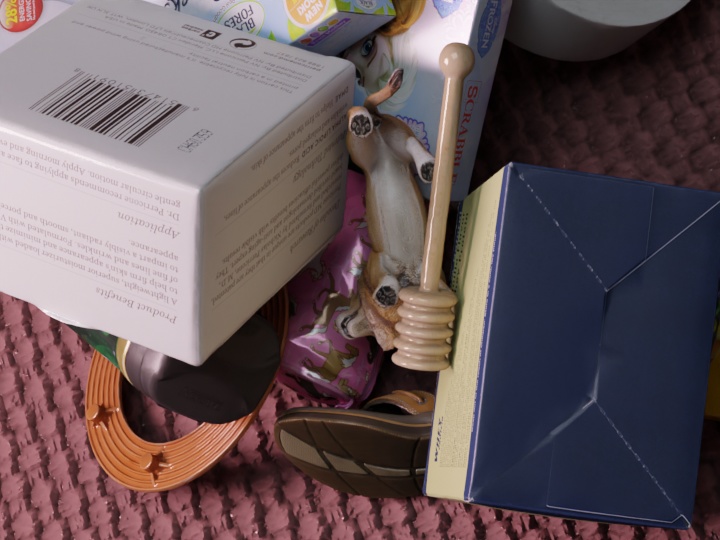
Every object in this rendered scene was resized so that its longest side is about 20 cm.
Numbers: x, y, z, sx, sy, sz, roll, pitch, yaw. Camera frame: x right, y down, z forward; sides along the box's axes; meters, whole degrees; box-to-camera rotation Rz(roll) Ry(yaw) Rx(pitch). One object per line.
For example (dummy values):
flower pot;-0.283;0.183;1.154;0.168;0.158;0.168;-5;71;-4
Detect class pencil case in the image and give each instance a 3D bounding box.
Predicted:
pencil case;0.000;0.000;1.561;0.086;0.083;0.201;10;70;50

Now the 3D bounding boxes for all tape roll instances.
tape roll;0.148;-0.251;1.556;0.201;0.071;0.204;8;71;-24

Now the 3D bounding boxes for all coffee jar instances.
coffee jar;-0.141;0.028;1.507;0.200;0.104;0.086;35;97;48

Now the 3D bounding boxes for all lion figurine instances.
lion figurine;0.020;-0.039;1.441;0.072;0.123;0.201;-1;104;-6

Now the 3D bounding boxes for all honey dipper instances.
honey dipper;0.047;-0.040;1.365;0.038;0.038;0.201;9;100;21

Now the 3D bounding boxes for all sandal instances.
sandal;0.042;0.108;1.506;0.199;0.082;0.055;-5;44;9

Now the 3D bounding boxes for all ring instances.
ring;-0.129;0.059;1.569;0.200;0.019;0.202;-23;52;34

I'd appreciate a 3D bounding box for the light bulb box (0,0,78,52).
light bulb box;-0.191;-0.118;1.648;0.199;0.125;0.199;-13;65;12

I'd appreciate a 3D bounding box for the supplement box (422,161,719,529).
supplement box;0.127;0.051;1.366;0.133;0.200;0.201;8;84;-5

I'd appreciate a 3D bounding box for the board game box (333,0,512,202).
board game box;0.008;-0.170;1.514;0.199;0.041;0.201;21;105;37

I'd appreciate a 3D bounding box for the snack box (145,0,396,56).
snack box;-0.080;-0.227;1.516;0.168;0.067;0.201;-29;74;38

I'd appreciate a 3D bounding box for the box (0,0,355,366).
box;-0.135;-0.066;1.420;0.198;0.131;0.200;19;36;20

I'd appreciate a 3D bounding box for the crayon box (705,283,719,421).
crayon box;0.256;0.038;1.422;0.199;0.051;0.128;7;83;47
